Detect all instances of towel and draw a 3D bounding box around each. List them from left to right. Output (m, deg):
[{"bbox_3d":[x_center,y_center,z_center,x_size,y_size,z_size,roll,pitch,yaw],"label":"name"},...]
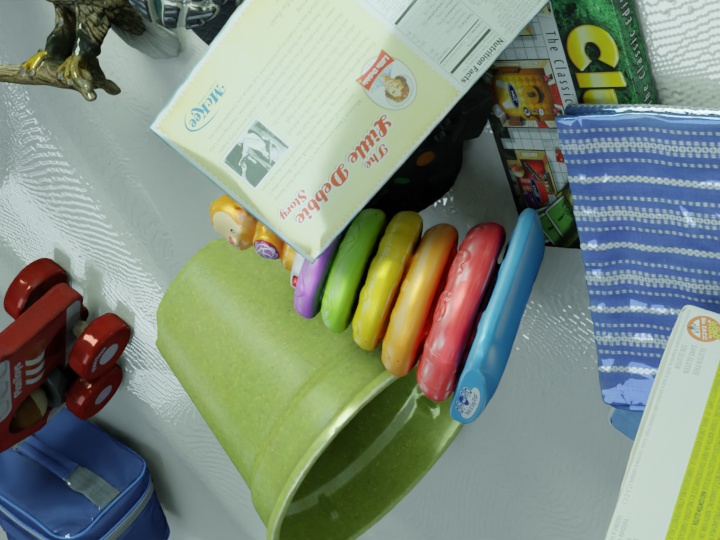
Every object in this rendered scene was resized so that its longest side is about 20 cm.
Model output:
[{"bbox_3d":[0.183,0.005,0.671,0.143,0.024,0.202,8,129,33],"label":"towel"}]

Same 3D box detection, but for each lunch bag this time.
[{"bbox_3d":[-0.316,0.239,1.354,0.198,0.136,0.134,23,139,31],"label":"lunch bag"}]

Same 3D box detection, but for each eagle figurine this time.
[{"bbox_3d":[-0.191,-0.217,0.817,0.149,0.151,0.203,4,103,-7],"label":"eagle figurine"}]

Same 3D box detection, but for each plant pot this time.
[{"bbox_3d":[-0.043,0.069,0.882,0.184,0.199,0.202,43,147,26],"label":"plant pot"}]

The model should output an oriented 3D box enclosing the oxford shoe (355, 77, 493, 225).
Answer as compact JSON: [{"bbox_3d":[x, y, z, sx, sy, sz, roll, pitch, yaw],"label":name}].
[{"bbox_3d":[0.020,-0.086,0.762,0.085,0.072,0.200,64,153,19],"label":"oxford shoe"}]

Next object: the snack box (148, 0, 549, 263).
[{"bbox_3d":[-0.007,-0.110,0.637,0.116,0.037,0.200,39,118,-8],"label":"snack box"}]

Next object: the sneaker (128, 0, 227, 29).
[{"bbox_3d":[-0.090,-0.231,0.692,0.076,0.080,0.202,13,122,3],"label":"sneaker"}]

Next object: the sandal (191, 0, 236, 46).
[{"bbox_3d":[-0.106,-0.227,0.753,0.202,0.075,0.043,63,179,-20],"label":"sandal"}]

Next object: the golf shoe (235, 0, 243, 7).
[{"bbox_3d":[-0.008,-0.198,0.646,0.078,0.094,0.201,42,143,8],"label":"golf shoe"}]

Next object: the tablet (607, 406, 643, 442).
[{"bbox_3d":[0.248,0.110,0.746,0.199,0.014,0.131,35,143,18],"label":"tablet"}]

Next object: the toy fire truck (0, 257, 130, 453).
[{"bbox_3d":[-0.319,0.100,1.193,0.112,0.168,0.201,38,144,12],"label":"toy fire truck"}]

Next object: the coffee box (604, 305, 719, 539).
[{"bbox_3d":[0.219,0.180,0.637,0.195,0.201,0.201,17,139,16],"label":"coffee box"}]

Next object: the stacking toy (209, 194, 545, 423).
[{"bbox_3d":[0.000,0.000,0.739,0.198,0.111,0.116,21,154,5],"label":"stacking toy"}]

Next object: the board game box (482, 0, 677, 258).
[{"bbox_3d":[0.111,-0.098,0.680,0.104,0.023,0.202,5,127,41],"label":"board game box"}]
